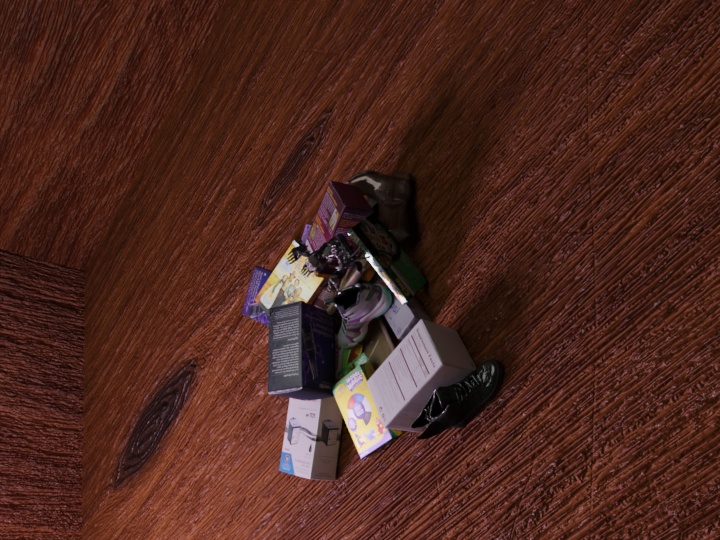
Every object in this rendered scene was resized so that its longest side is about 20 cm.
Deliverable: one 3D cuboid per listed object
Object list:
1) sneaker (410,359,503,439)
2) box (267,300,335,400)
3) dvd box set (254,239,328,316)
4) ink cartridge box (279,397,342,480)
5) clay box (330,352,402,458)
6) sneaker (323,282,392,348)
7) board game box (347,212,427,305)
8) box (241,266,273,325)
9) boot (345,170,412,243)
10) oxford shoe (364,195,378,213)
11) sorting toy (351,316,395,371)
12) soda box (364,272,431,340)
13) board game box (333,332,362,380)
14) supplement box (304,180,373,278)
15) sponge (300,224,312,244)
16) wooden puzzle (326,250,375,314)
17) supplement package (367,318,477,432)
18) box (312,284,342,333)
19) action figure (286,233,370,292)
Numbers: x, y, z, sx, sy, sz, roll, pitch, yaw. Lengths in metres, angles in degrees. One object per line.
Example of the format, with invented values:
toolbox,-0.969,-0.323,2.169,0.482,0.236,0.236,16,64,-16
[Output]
sneaker,0.186,0.248,1.190,0.202,0.102,0.060,-56,40,20
box,-0.137,0.193,1.455,0.101,0.147,0.207,-13,69,28
dvd box set,-0.181,0.045,1.631,0.146,0.029,0.202,42,103,26
ink cartridge box,-0.120,0.406,1.538,0.144,0.084,0.208,-10,70,50
clay box,0.006,0.304,1.399,0.115,0.047,0.204,-41,66,34
sneaker,-0.033,0.094,1.401,0.202,0.137,0.079,-53,42,29
board game box,0.062,-0.028,1.373,0.202,0.104,0.023,52,128,2
box,-0.243,0.084,1.793,0.197,0.102,0.153,12,84,53
boot,0.038,-0.145,1.489,0.180,0.065,0.206,-4,57,19
oxford shoe,0.006,-0.112,1.570,0.072,0.070,0.204,29,91,54
sorting toy,0.015,0.202,1.491,0.202,0.036,0.188,-55,40,29
soda box,0.085,0.072,1.422,0.069,0.062,0.202,-55,40,21
board game box,-0.085,0.198,1.528,0.196,0.030,0.099,19,92,34
supplement box,-0.057,-0.095,1.489,0.204,0.083,0.111,-65,36,29
sponge,-0.132,-0.014,1.694,0.029,0.109,0.207,19,91,50
wooden puzzle,0.000,0.000,1.506,0.186,0.046,0.202,-52,9,39
supplement package,0.124,0.220,1.270,0.201,0.115,0.119,-51,42,25
box,-0.093,0.147,1.616,0.099,0.074,0.206,21,91,52
action figure,-0.071,-0.015,1.364,0.196,0.120,0.104,-2,47,46
